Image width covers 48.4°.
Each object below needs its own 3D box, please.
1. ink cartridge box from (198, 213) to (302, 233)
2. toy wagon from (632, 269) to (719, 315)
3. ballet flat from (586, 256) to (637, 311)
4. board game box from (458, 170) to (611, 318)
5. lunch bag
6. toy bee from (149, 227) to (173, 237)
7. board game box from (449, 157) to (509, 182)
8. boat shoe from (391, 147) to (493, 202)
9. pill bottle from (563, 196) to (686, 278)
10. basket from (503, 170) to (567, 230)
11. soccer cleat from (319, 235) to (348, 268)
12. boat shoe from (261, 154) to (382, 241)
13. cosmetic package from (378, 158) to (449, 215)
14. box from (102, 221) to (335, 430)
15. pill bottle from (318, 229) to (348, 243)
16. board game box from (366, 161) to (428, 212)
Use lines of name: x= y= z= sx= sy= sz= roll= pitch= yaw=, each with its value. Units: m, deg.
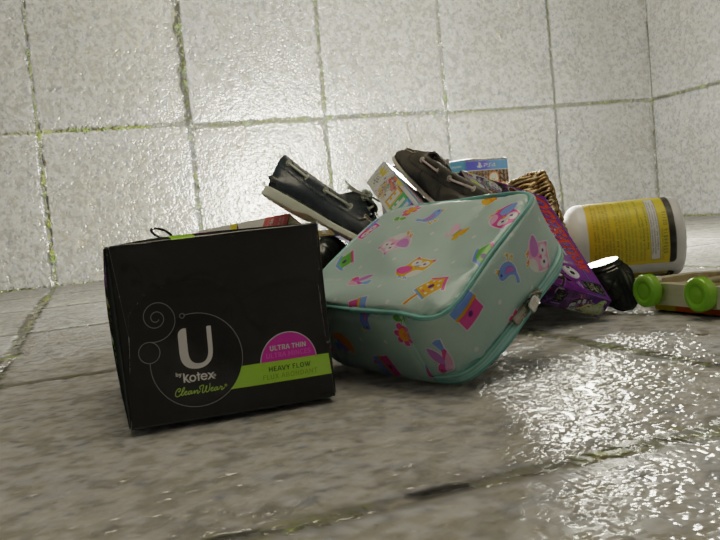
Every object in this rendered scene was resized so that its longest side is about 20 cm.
ink cartridge box: x=-0.136 y=-0.005 z=1.016 sx=0.198 sy=0.068 sz=0.116 roll=-7 pitch=-31 yaw=36
toy wagon: x=0.375 y=0.017 z=0.781 sx=0.153 sy=0.040 sz=0.200 roll=-7 pitch=5 yaw=-23
ballet flat: x=0.247 y=0.023 z=0.917 sx=0.066 sy=0.057 sz=0.200 roll=-21 pitch=0 yaw=-11
board game box: x=0.177 y=-0.033 z=0.855 sx=0.119 sy=0.032 sz=0.201 roll=18 pitch=31 yaw=-23
lunch bag: x=0.058 y=0.008 z=0.636 sx=0.199 sy=0.078 sz=0.160 roll=1 pitch=38 yaw=51
toy bee: x=-0.147 y=0.038 z=0.904 sx=0.198 sy=0.110 sz=0.131 roll=23 pitch=9 yaw=10
board game box: x=0.173 y=-0.084 z=1.377 sx=0.096 sy=0.203 sz=0.159 roll=-8 pitch=4 yaw=-33
boat shoe: x=0.094 y=-0.093 z=0.866 sx=0.067 sy=0.057 sz=0.201 roll=35 pitch=14 yaw=-33
pill bottle: x=0.352 y=-0.041 z=1.146 sx=0.197 sy=0.113 sz=0.111 roll=-5 pitch=4 yaw=7
basket: x=0.178 y=-0.011 z=1.041 sx=0.198 sy=0.150 sz=0.144 roll=-17 pitch=34 yaw=14
soccer cleat: x=0.000 y=0.000 z=0.934 sx=0.080 sy=0.069 sz=0.200 roll=0 pitch=-9 yaw=18
boat shoe: x=-0.017 y=-0.069 z=0.911 sx=0.198 sy=0.062 sz=0.075 roll=26 pitch=-2 yaw=16
cosmetic package: x=0.090 y=-0.069 z=1.270 sx=0.084 sy=0.203 sz=0.107 roll=-9 pitch=7 yaw=-23
box: x=-0.119 y=0.033 z=0.621 sx=0.147 sy=0.126 sz=0.200 roll=-8 pitch=3 yaw=-19
pill bottle: x=-0.033 y=-0.006 z=1.185 sx=0.197 sy=0.114 sz=0.112 roll=-6 pitch=4 yaw=-16
board game box: x=0.089 y=-0.036 z=0.875 sx=0.134 sy=0.034 sz=0.200 roll=35 pitch=14 yaw=-29
